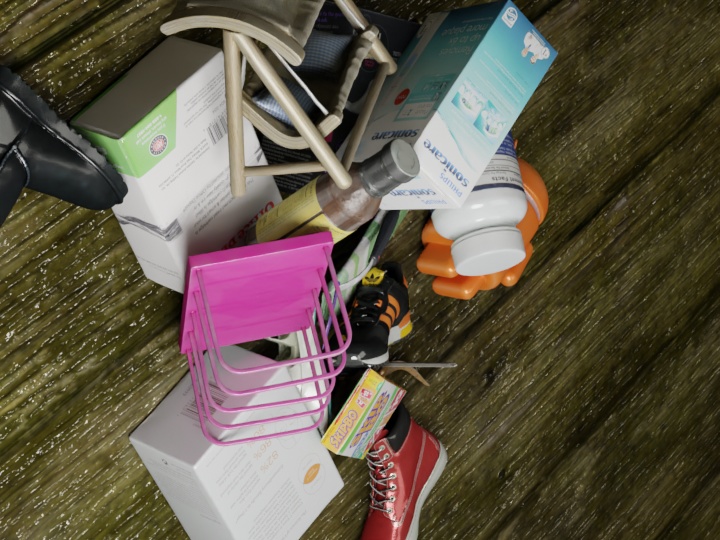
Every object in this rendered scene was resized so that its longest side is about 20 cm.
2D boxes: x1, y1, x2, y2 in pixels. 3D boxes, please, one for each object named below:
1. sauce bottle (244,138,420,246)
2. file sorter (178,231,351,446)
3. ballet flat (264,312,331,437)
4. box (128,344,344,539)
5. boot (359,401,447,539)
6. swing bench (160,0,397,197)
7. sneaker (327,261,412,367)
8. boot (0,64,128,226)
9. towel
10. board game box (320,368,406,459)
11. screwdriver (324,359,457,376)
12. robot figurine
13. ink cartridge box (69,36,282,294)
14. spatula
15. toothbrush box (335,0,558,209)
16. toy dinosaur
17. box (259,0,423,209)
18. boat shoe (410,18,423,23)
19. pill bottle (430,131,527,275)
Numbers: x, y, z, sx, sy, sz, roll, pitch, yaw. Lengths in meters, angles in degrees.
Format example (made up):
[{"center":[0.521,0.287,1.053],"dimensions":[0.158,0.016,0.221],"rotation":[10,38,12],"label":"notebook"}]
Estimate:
[{"center":[-0.025,-0.061,1.544],"dimensions":[0.064,0.199,0.065],"rotation":[29,46,-36],"label":"sauce bottle"},{"center":[-0.092,0.073,1.562],"dimensions":[0.137,0.127,0.200],"rotation":[-10,156,-14],"label":"file sorter"},{"center":[-0.077,0.084,1.755],"dimensions":[0.069,0.069,0.203],"rotation":[-5,89,-49],"label":"ballet flat"},{"center":[-0.128,0.204,1.725],"dimensions":[0.152,0.106,0.201],"rotation":[-48,135,-28],"label":"box"},{"center":[0.023,0.265,1.961],"dimensions":[0.144,0.072,0.202],"rotation":[48,60,-47],"label":"boot"},{"center":[-0.070,-0.209,1.494],"dimensions":[0.200,0.128,0.201],"rotation":[-71,149,-47],"label":"swing bench"},{"center":[0.008,0.046,1.801],"dimensions":[0.200,0.069,0.091],"rotation":[-38,127,-69],"label":"sneaker"},{"center":[-0.313,-0.067,1.427],"dimensions":[0.198,0.073,0.163],"rotation":[46,67,-40],"label":"boot"},{"center":[0.012,-0.036,1.805],"dimensions":[0.201,0.023,0.153],"rotation":[-57,174,-17],"label":"towel"},{"center":[0.004,0.161,1.795],"dimensions":[0.096,0.030,0.200],"rotation":[-57,165,-2],"label":"board game box"},{"center":[0.027,0.108,1.800],"dimensions":[0.028,0.198,0.029],"rotation":[-44,126,-44],"label":"screwdriver"},{"center":[0.151,-0.058,1.946],"dimensions":[0.201,0.143,0.117],"rotation":[-53,177,-21],"label":"robot figurine"},{"center":[-0.172,-0.099,1.570],"dimensions":[0.146,0.083,0.201],"rotation":[-45,134,-28],"label":"ink cartridge box"},{"center":[0.000,0.000,1.686],"dimensions":[0.201,0.020,0.057],"rotation":[-57,168,-35],"label":"spatula"},{"center":[0.083,-0.163,1.618],"dimensions":[0.085,0.146,0.201],"rotation":[41,72,-26],"label":"toothbrush box"},{"center":[0.012,0.122,1.915],"dimensions":[0.199,0.060,0.107],"rotation":[-28,147,-41],"label":"toy dinosaur"},{"center":[-0.022,-0.175,1.701],"dimensions":[0.122,0.105,0.202],"rotation":[4,101,-50],"label":"box"},{"center":[0.075,-0.189,1.766],"dimensions":[0.064,0.073,0.202],"rotation":[17,54,-22],"label":"boat shoe"},{"center":[0.127,-0.102,1.835],"dimensions":[0.110,0.110,0.202],"rotation":[11,62,-51],"label":"pill bottle"}]
